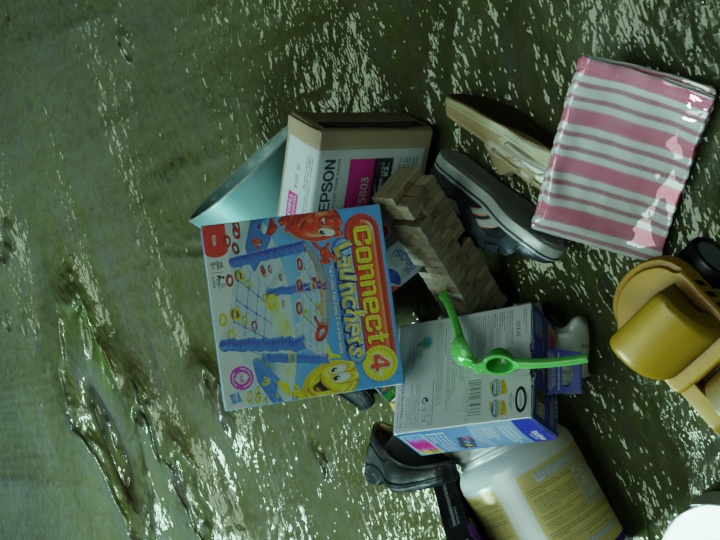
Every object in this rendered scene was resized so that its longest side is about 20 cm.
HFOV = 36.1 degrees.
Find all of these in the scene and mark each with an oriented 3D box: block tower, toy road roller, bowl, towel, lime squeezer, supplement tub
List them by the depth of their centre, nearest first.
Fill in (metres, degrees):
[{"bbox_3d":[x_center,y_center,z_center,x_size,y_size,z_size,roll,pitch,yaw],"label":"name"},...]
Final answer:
[{"bbox_3d":[0.340,0.075,1.113,0.200,0.146,0.123,50,128,16],"label":"toy road roller"},{"bbox_3d":[0.271,-0.112,1.150,0.146,0.030,0.201,15,114,6],"label":"towel"},{"bbox_3d":[0.143,0.083,1.172,0.200,0.071,0.038,24,138,41],"label":"lime squeezer"},{"bbox_3d":[0.091,-0.022,1.247,0.054,0.058,0.200,8,140,52],"label":"block tower"},{"bbox_3d":[0.204,0.267,1.277,0.145,0.145,0.201,-34,81,39],"label":"supplement tub"},{"bbox_3d":[-0.112,-0.094,1.416,0.105,0.201,0.200,47,131,-13],"label":"bowl"}]

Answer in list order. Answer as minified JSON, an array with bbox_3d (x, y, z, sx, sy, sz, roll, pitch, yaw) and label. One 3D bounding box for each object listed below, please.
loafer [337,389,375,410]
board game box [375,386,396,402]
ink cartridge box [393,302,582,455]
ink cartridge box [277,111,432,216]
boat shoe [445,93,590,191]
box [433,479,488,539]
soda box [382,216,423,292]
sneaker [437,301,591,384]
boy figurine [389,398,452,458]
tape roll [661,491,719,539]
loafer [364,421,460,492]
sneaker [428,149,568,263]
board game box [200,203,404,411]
[{"bbox_3d":[-0.057,0.126,1.434,0.070,0.201,0.068,-44,34,2],"label":"loafer"},{"bbox_3d":[-0.032,0.067,1.388,0.034,0.135,0.200,-42,47,-5],"label":"board game box"},{"bbox_3d":[0.141,0.120,1.215,0.199,0.076,0.137,-13,58,30],"label":"ink cartridge box"},{"bbox_3d":[-0.012,-0.086,1.329,0.075,0.164,0.201,36,125,46],"label":"ink cartridge box"},{"bbox_3d":[0.171,-0.134,1.236,0.200,0.071,0.065,35,121,24],"label":"boat shoe"},{"bbox_3d":[0.137,0.327,1.301,0.036,0.200,0.143,-30,107,5],"label":"box"},{"bbox_3d":[0.000,0.000,1.290,0.068,0.200,0.064,38,161,46],"label":"soda box"},{"bbox_3d":[0.182,0.073,1.300,0.199,0.074,0.088,12,98,29],"label":"sneaker"},{"bbox_3d":[0.084,0.175,1.401,0.124,0.064,0.201,9,105,34],"label":"boy figurine"},{"bbox_3d":[0.414,0.334,1.178,0.202,0.037,0.204,24,124,40],"label":"tape roll"},{"bbox_3d":[0.054,0.223,1.325,0.200,0.072,0.073,-11,86,64],"label":"loafer"},{"bbox_3d":[0.151,-0.055,1.272,0.200,0.078,0.080,44,122,34],"label":"sneaker"},{"bbox_3d":[-0.064,0.039,1.198,0.056,0.195,0.201,158,104,-81],"label":"board game box"}]
